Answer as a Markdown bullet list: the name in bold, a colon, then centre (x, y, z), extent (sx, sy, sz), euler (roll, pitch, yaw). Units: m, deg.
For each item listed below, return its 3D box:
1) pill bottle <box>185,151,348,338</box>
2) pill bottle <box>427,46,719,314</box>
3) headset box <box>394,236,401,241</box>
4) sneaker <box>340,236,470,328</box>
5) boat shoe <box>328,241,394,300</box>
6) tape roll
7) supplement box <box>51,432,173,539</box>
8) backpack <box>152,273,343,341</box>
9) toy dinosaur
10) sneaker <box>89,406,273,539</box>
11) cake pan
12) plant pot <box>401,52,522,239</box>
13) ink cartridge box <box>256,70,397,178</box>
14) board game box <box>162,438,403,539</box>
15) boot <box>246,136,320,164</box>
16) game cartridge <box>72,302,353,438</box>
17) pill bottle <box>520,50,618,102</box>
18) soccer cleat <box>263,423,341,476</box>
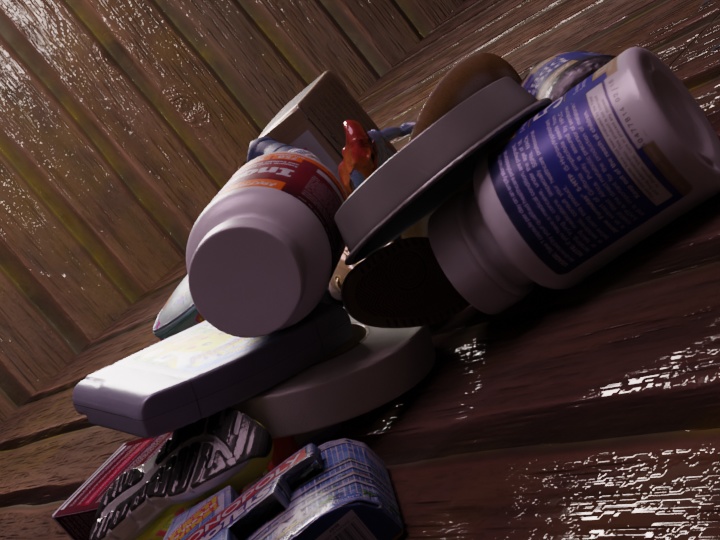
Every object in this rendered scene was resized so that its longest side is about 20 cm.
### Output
- **pill bottle**: centre (-0.072, -0.020, 1.214), extent (0.113, 0.113, 0.200), euler (-37, 9, 15)
- **pill bottle**: centre (0.151, -0.057, 1.119), extent (0.200, 0.120, 0.120), euler (-35, 11, 25)
- **headset box**: centre (0.043, -0.038, 1.573), extent (0.149, 0.077, 0.200), euler (-43, 11, -15)
- **sneaker**: centre (0.065, -0.004, 1.267), extent (0.199, 0.070, 0.108), euler (-21, 5, -18)
- **boat shoe**: centre (0.000, 0.000, 1.390), extent (0.069, 0.074, 0.200), euler (-43, 44, -6)
- **tape roll**: centre (-0.039, 0.078, 1.252), extent (0.202, 0.037, 0.203), euler (-14, 14, 4)
- **supplement box**: centre (-0.206, 0.208, 1.458), extent (0.109, 0.061, 0.200), euler (-46, 10, -27)
- **backpack**: centre (-0.112, 0.061, 1.484), extent (0.200, 0.153, 0.176), euler (-52, 11, 12)
- **toy dinosaur**: centre (0.003, -0.080, 1.390), extent (0.199, 0.181, 0.106), euler (-9, 65, 29)
- **sneaker**: centre (-0.120, 0.173, 1.192), extent (0.200, 0.090, 0.078), euler (-35, 28, 40)
- **cake pan**: centre (0.057, -0.079, 1.189), extent (0.200, 0.037, 0.200), euler (-38, -4, -3)
- **plant pot**: centre (0.102, -0.090, 1.370), extent (0.027, 0.201, 0.200), euler (18, 48, 32)
- **ink cartridge box**: centre (-0.014, -0.113, 1.766), extent (0.075, 0.200, 0.165), euler (-36, 9, 23)
- **board game box**: centre (-0.073, 0.185, 1.048), extent (0.200, 0.062, 0.200), euler (-40, 10, 2)
- **boot**: centre (-0.072, -0.045, 1.680), extent (0.072, 0.201, 0.090), euler (-19, 28, -29)
- **game cartridge**: centre (-0.110, 0.071, 1.213), extent (0.199, 0.041, 0.133), euler (-26, 21, -34)
- **pill bottle**: centre (0.193, -0.121, 1.276), extent (0.112, 0.112, 0.200), euler (-39, 9, 3)
- **soccer cleat**: centre (-0.062, 0.123, 1.315), extent (0.076, 0.067, 0.200), euler (-25, 10, -3)
